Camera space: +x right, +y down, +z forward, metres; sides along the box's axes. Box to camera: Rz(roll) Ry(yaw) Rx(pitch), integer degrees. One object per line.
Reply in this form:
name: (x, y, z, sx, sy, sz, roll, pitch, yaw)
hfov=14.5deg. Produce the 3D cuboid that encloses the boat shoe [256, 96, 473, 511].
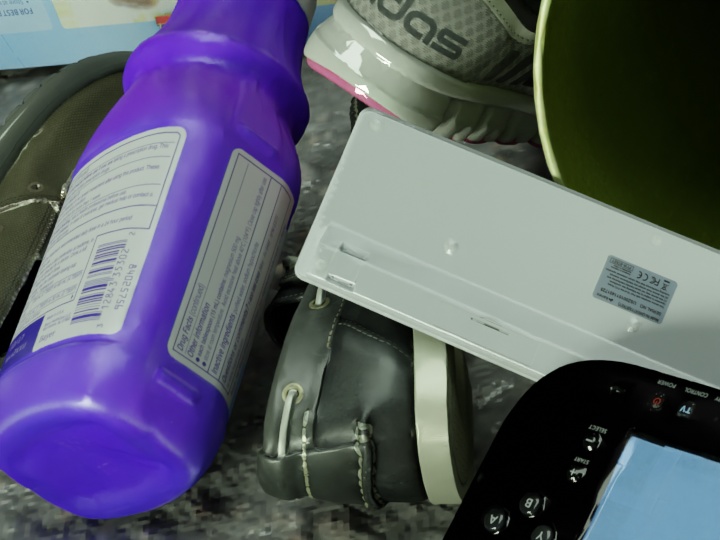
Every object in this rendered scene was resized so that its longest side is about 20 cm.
boat shoe: (0.000, 0.000, 0.919, 0.067, 0.072, 0.201, -10, 37, 10)

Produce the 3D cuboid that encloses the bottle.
bottle: (-0.061, -0.019, 0.929, 0.083, 0.065, 0.201, -26, 38, 45)

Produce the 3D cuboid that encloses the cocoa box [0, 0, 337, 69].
cocoa box: (-0.080, -0.173, 1.150, 0.199, 0.134, 0.132, -3, 37, 22)

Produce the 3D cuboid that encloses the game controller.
game controller: (0.106, 0.088, 0.749, 0.199, 0.042, 0.105, 16, 80, 39)

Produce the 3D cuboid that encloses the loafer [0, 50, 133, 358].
loafer: (-0.114, -0.003, 0.992, 0.069, 0.075, 0.200, 32, 49, 11)

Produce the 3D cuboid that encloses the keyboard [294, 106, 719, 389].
keyboard: (0.078, 0.013, 0.829, 0.199, 0.011, 0.057, 23, 83, 16)

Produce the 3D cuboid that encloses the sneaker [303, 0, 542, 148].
sneaker: (0.067, -0.092, 0.945, 0.074, 0.088, 0.199, 44, 26, 27)

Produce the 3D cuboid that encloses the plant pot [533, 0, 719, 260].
plant pot: (0.168, -0.085, 0.894, 0.186, 0.188, 0.200, -4, 19, 20)
